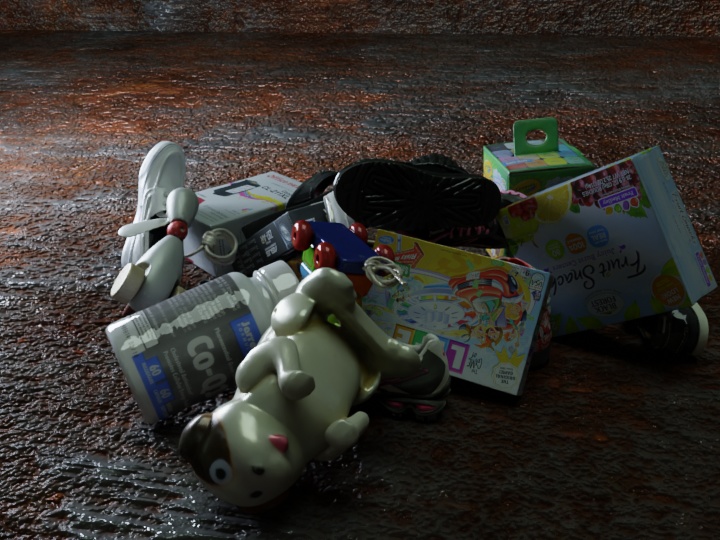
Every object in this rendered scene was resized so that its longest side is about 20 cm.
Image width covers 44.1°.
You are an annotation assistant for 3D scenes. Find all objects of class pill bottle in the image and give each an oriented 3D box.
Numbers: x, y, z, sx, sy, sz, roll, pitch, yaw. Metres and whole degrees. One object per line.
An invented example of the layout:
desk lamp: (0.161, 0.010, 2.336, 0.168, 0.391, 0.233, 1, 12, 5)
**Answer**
pill bottle: (-0.155, 0.070, 0.943, 0.199, 0.114, 0.114, -24, 30, -15)

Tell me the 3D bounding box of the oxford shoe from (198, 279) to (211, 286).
oxford shoe: (-0.126, 0.064, 1.045, 0.199, 0.073, 0.071, 16, 30, 33)

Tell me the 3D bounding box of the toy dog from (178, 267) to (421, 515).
toy dog: (-0.075, 0.118, 0.808, 0.194, 0.140, 0.200, -8, 37, 45)

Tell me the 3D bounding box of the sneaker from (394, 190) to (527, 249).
sneaker: (0.131, -0.059, 1.164, 0.199, 0.079, 0.095, -4, 8, 36)

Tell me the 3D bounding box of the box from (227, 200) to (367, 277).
box: (-0.069, -0.051, 1.204, 0.160, 0.044, 0.200, -20, -3, -34)

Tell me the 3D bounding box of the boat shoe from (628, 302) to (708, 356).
boat shoe: (0.345, 0.033, 1.071, 0.067, 0.072, 0.200, -2, 27, -5)

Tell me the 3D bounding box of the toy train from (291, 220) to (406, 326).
toy train: (-0.012, 0.028, 0.938, 0.084, 0.116, 0.200, 1, 21, -26)

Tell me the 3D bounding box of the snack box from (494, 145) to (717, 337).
snack box: (0.271, -0.026, 1.003, 0.068, 0.169, 0.200, -25, 3, -39)

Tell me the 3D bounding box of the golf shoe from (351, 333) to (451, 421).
golf shoe: (-0.005, 0.103, 0.936, 0.199, 0.088, 0.077, -1, 27, 6)

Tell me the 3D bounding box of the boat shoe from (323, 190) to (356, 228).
boat shoe: (-0.029, -0.001, 1.063, 0.069, 0.201, 0.071, -11, -15, -2)

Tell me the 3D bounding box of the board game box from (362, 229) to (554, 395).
board game box: (0.097, 0.044, 0.976, 0.199, 0.135, 0.034, 15, -1, 20)

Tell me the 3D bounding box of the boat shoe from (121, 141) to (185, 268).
boat shoe: (-0.274, -0.082, 1.247, 0.065, 0.201, 0.073, 10, -2, 41)

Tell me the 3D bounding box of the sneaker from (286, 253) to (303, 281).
sneaker: (0.000, 0.000, 1.173, 0.199, 0.076, 0.088, 9, 22, 17)

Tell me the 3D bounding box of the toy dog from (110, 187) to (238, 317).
toy dog: (-0.263, -0.008, 1.161, 0.096, 0.132, 0.200, -29, 18, 40)

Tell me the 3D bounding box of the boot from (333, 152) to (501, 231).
boot: (0.052, -0.102, 1.085, 0.210, 0.080, 0.158, 7, 17, -20)

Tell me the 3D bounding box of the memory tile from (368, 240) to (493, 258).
memory tile: (0.081, -0.022, 1.181, 0.199, 0.017, 0.153, 8, 1, -11)

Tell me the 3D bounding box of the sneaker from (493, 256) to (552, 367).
sneaker: (0.153, 0.026, 1.060, 0.067, 0.108, 0.201, -16, 28, -27)

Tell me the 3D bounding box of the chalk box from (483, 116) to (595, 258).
chalk box: (0.243, -0.109, 1.233, 0.124, 0.201, 0.124, -7, 26, -6)

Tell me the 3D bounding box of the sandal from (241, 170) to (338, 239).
sandal: (-0.073, -0.100, 1.214, 0.200, 0.048, 0.075, -22, -3, -1)

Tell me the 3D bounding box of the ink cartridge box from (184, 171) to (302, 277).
ink cartridge box: (-0.171, -0.075, 1.338, 0.200, 0.083, 0.146, -21, 30, -34)
